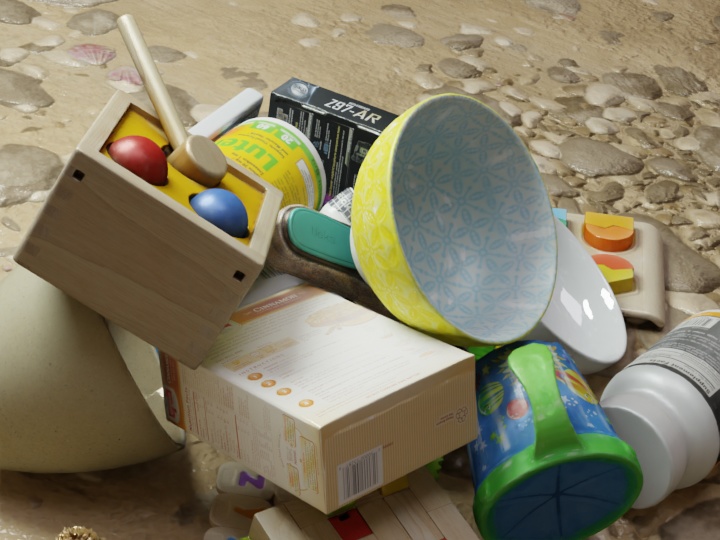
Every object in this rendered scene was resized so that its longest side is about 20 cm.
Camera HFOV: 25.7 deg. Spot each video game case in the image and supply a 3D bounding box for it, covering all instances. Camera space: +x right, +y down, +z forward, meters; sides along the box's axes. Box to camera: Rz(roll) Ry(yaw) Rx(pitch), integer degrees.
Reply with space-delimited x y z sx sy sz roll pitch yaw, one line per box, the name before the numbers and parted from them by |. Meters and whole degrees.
video game case | -0.168 -0.060 1.485 0.023 0.183 0.200 30 36 10

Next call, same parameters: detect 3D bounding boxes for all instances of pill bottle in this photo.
pill bottle | -0.120 -0.049 1.383 0.110 0.112 0.200 20 34 18
pill bottle | 0.278 0.121 1.375 0.116 0.118 0.199 28 38 28

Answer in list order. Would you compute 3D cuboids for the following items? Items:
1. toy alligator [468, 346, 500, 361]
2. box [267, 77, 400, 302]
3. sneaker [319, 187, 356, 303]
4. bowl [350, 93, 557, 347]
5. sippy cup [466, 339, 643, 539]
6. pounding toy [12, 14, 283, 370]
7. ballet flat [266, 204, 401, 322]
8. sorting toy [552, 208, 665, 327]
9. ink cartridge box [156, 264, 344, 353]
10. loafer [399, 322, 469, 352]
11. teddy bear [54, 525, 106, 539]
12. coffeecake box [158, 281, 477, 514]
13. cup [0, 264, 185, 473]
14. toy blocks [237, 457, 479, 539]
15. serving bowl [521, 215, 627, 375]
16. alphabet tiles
toy alligator | 0.098 0.114 1.403 0.059 0.055 0.201 17 39 -15
box | -0.020 -0.064 1.510 0.159 0.202 0.044 21 33 21
sneaker | 0.032 0.008 1.450 0.199 0.081 0.076 38 1 -31
bowl | 0.056 -0.029 1.255 0.107 0.202 0.200 -18 10 43
sippy cup | 0.139 0.131 1.244 0.138 0.178 0.131 9 45 -30
pounding toy | -0.154 -0.066 1.195 0.183 0.143 0.200 32 20 -10
ballet flat | 0.000 0.000 1.325 0.199 0.067 0.069 27 55 -26
sorting toy | 0.223 -0.017 1.650 0.197 0.037 0.186 11 32 3
ink cartridge box | -0.091 0.060 1.405 0.145 0.087 0.200 -16 42 -33
loafer | 0.064 0.065 1.374 0.069 0.070 0.202 13 57 11
teddy bear | -0.208 0.252 1.111 0.143 0.067 0.201 17 25 -5
coffeecake box | -0.034 0.089 1.191 0.152 0.074 0.199 -21 29 -36
cup | -0.246 0.081 1.264 0.142 0.201 0.201 -25 37 0
toy blocks | 0.013 0.222 1.161 0.198 0.101 0.137 -15 50 -32
serving bowl | 0.164 0.021 1.499 0.199 0.066 0.201 36 30 -25
alphabet tiles | -0.025 0.208 1.257 0.193 0.015 0.201 8 32 -1
